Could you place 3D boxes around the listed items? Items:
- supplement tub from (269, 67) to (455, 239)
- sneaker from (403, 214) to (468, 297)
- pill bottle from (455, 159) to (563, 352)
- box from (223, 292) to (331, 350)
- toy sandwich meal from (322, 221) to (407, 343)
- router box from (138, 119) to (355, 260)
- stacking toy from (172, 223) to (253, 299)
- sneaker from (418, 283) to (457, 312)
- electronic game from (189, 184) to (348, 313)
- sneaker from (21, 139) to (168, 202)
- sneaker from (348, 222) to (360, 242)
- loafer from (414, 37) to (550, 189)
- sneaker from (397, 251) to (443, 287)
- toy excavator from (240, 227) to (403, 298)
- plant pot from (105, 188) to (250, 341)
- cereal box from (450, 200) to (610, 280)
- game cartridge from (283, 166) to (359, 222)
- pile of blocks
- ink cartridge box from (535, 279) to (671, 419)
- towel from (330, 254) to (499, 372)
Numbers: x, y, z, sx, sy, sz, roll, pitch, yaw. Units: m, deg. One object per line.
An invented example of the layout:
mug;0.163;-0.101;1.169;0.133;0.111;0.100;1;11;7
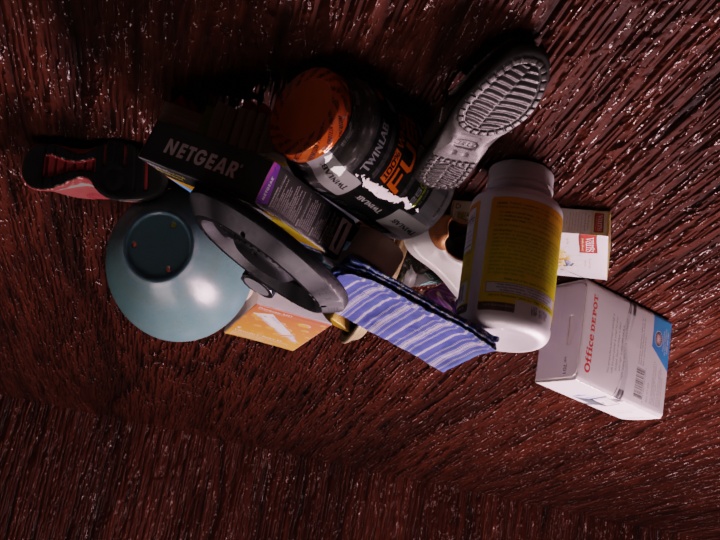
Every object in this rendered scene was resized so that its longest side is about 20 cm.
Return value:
supplement tub;0.003;-0.123;1.221;0.121;0.125;0.199;-6;156;38
sneaker;0.144;-0.007;1.428;0.084;0.074;0.199;-7;151;46
pill bottle;0.170;-0.018;1.310;0.107;0.204;0.110;9;161;3
box;-0.122;0.045;1.791;0.122;0.099;0.200;16;160;-16
toy sandwich meal;0.000;0.000;1.478;0.069;0.208;0.205;25;158;-8
router box;-0.122;-0.086;1.235;0.198;0.052;0.149;22;171;41
stacking toy;-0.231;-0.040;1.623;0.199;0.147;0.146;37;153;-14
sneaker;0.133;0.034;1.523;0.083;0.081;0.200;-36;-179;24
electronic game;-0.095;-0.021;1.199;0.199;0.042;0.200;35;167;9
sneaker;-0.331;-0.126;1.493;0.196;0.075;0.087;8;177;14
sneaker;-0.022;-0.028;1.577;0.082;0.073;0.200;-3;157;29
loafer;0.109;-0.163;1.133;0.072;0.072;0.200;15;141;-27
sneaker;0.099;-0.024;1.554;0.078;0.077;0.200;0;170;-11
toy excavator;-0.040;-0.018;1.328;0.198;0.101;0.195;26;158;15
plant pot;-0.244;-0.019;1.490;0.196;0.204;0.135;8;170;6
cereal box;0.218;-0.038;1.475;0.196;0.040;0.144;6;159;15
game cartridge;-0.095;-0.087;1.438;0.133;0.042;0.199;38;146;-24
pile of blocks;-0.137;-0.157;1.297;0.197;0.063;0.082;13;165;18
ink cartridge box;0.354;0.118;1.679;0.198;0.149;0.085;23;159;-33
towel;0.040;0.054;1.279;0.198;0.024;0.145;29;155;-13
